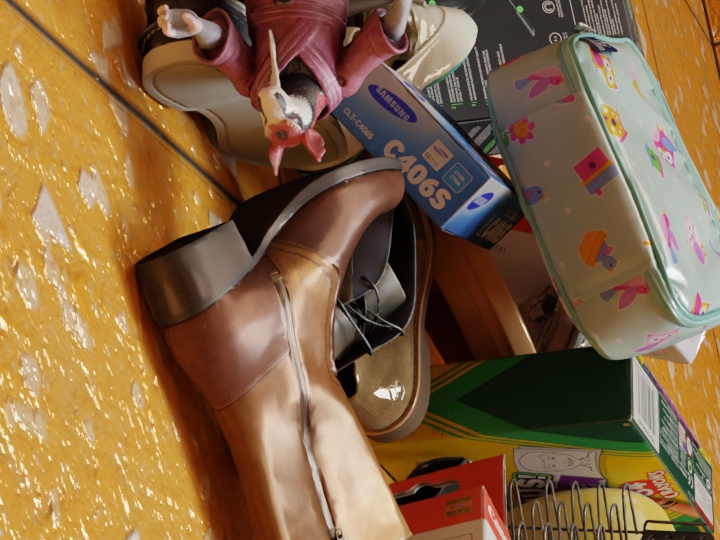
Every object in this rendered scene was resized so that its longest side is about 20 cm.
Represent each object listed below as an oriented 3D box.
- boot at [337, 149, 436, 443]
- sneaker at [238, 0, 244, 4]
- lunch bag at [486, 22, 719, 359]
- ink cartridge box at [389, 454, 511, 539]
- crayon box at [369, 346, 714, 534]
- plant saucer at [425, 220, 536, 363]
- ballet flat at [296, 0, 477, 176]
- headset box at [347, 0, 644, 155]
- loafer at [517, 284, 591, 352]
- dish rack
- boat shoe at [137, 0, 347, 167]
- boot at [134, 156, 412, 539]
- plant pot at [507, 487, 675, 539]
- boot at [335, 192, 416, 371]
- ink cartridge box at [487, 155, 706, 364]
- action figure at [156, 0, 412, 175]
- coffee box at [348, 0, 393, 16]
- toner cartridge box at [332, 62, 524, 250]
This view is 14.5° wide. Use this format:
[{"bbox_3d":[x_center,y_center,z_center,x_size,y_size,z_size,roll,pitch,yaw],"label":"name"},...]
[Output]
[{"bbox_3d":[0.000,0.000,1.727,0.075,0.073,0.201,35,43,-52],"label":"boot"},{"bbox_3d":[-0.074,-0.196,1.650,0.091,0.066,0.201,-73,147,-67],"label":"sneaker"},{"bbox_3d":[0.158,-0.051,1.704,0.160,0.077,0.201,-7,74,-63],"label":"lunch bag"},{"bbox_3d":[0.026,0.170,1.562,0.200,0.109,0.050,-88,157,-49],"label":"ink cartridge box"},{"bbox_3d":[0.118,0.120,1.809,0.200,0.172,0.058,50,36,-56],"label":"crayon box"},{"bbox_3d":[0.061,0.016,1.860,0.200,0.037,0.200,60,-8,14],"label":"plant saucer"},{"bbox_3d":[0.012,-0.133,1.784,0.200,0.069,0.070,-45,122,-42],"label":"ballet flat"},{"bbox_3d":[0.079,-0.170,1.933,0.093,0.199,0.175,135,-55,-67],"label":"headset box"},{"bbox_3d":[0.123,0.049,1.893,0.072,0.063,0.200,-59,171,-18],"label":"loafer"},{"bbox_3d":[0.106,0.169,1.659,0.153,0.199,0.055,-49,135,-57],"label":"dish rack"},{"bbox_3d":[-0.066,-0.109,1.595,0.200,0.074,0.061,29,51,-58],"label":"boat shoe"},{"bbox_3d":[-0.012,0.053,1.491,0.188,0.068,0.200,-33,102,-48],"label":"boot"},{"bbox_3d":[0.150,0.249,1.763,0.201,0.200,0.189,54,21,-52],"label":"plant pot"},{"bbox_3d":[-0.020,0.026,1.562,0.200,0.097,0.075,-89,158,-47],"label":"boot"},{"bbox_3d":[0.127,-0.009,1.897,0.200,0.162,0.057,40,66,-53],"label":"ink cartridge box"},{"bbox_3d":[-0.041,-0.143,1.513,0.149,0.133,0.201,108,-14,-73],"label":"action figure"},{"bbox_3d":[0.014,-0.231,1.744,0.113,0.199,0.080,55,24,-51],"label":"coffee box"},{"bbox_3d":[0.046,-0.065,1.672,0.095,0.043,0.200,46,5,9],"label":"toner cartridge box"}]
